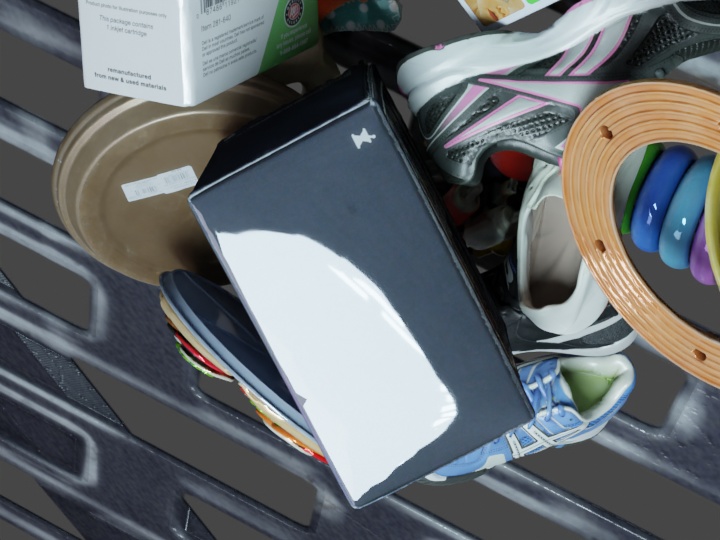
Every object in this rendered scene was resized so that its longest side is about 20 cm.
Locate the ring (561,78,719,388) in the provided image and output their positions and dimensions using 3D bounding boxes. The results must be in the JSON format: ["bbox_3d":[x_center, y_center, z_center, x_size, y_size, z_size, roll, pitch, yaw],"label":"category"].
[{"bbox_3d":[0.189,-0.015,0.903,0.199,0.019,0.202,33,145,27],"label":"ring"}]

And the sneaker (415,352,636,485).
[{"bbox_3d":[0.107,0.094,1.205,0.076,0.198,0.077,65,149,15],"label":"sneaker"}]

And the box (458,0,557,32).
[{"bbox_3d":[0.087,-0.255,0.911,0.176,0.097,0.200,-17,119,48],"label":"box"}]

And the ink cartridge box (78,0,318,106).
[{"bbox_3d":[-0.094,-0.216,0.998,0.083,0.145,0.202,13,117,27],"label":"ink cartridge box"}]

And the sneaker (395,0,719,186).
[{"bbox_3d":[0.125,-0.100,0.975,0.198,0.080,0.087,-17,82,12],"label":"sneaker"}]

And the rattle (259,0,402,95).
[{"bbox_3d":[-0.067,-0.164,1.172,0.129,0.144,0.201,10,133,-24],"label":"rattle"}]

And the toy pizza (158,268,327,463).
[{"bbox_3d":[-0.062,0.073,1.143,0.200,0.032,0.200,40,-174,-5],"label":"toy pizza"}]

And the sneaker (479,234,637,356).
[{"bbox_3d":[0.088,0.014,1.166,0.197,0.074,0.112,-8,150,10],"label":"sneaker"}]

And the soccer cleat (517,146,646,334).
[{"bbox_3d":[0.132,-0.063,1.019,0.069,0.203,0.077,7,179,27],"label":"soccer cleat"}]

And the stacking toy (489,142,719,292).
[{"bbox_3d":[0.170,-0.055,1.085,0.198,0.085,0.086,25,142,22],"label":"stacking toy"}]

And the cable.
[{"bbox_3d":[0.053,-0.016,1.215,0.096,0.051,0.200,23,143,-20],"label":"cable"}]

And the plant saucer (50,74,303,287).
[{"bbox_3d":[-0.109,-0.053,1.158,0.197,0.030,0.201,-6,139,-5],"label":"plant saucer"}]

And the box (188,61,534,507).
[{"bbox_3d":[0.000,0.000,1.011,0.122,0.198,0.202,-27,100,5],"label":"box"}]

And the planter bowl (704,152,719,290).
[{"bbox_3d":[0.298,-0.023,0.975,0.198,0.202,0.083,20,176,17],"label":"planter bowl"}]
